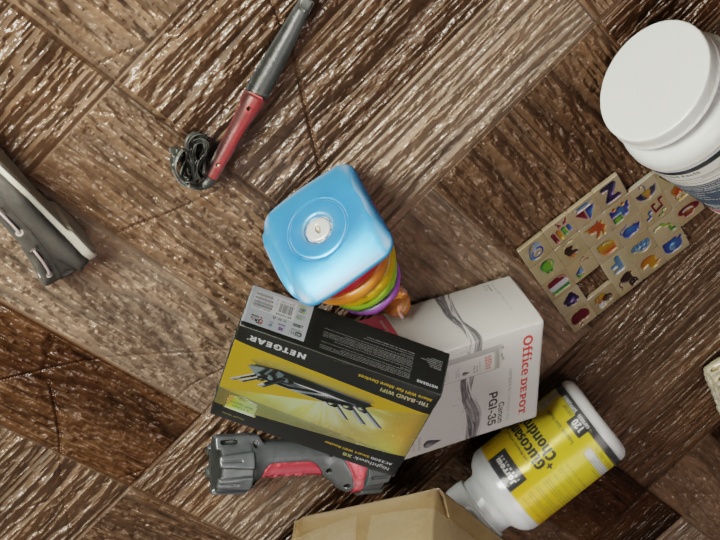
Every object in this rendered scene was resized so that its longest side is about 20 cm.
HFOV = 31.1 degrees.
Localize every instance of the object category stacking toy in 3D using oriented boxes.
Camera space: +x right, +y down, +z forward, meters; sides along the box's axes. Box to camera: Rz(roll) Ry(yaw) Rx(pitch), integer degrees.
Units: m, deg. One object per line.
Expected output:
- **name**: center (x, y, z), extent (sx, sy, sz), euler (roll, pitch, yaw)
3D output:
- **stacking toy**: center (0.000, 0.000, 1.245), extent (0.109, 0.117, 0.200), euler (-34, 148, 8)

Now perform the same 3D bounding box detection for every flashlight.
- **flashlight**: center (-0.067, 0.211, 1.385), extent (0.198, 0.068, 0.068), euler (0, 144, -27)

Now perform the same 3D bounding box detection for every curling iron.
- **curling iron**: center (-0.099, -0.149, 1.109), extent (0.049, 0.026, 0.200), euler (24, 111, -42)

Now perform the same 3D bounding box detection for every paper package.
- **paper package**: center (0.051, 0.343, 1.460), extent (0.199, 0.104, 0.190), euler (-19, 137, 33)

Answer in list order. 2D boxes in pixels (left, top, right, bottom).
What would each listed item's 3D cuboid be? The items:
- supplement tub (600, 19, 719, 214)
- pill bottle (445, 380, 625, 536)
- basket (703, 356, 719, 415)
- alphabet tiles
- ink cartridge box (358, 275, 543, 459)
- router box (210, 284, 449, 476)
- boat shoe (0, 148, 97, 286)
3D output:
- **supplement tub**: center (0.342, -0.146, 1.268), extent (0.199, 0.141, 0.141), euler (25, 112, -39)
- **pill bottle**: center (0.201, 0.230, 1.509), extent (0.199, 0.112, 0.112), euler (-39, 134, 4)
- **basket**: center (0.562, 0.175, 1.626), extent (0.199, 0.161, 0.199), euler (-33, 134, -1)
- **alphabet tiles**: center (0.282, -0.037, 1.415), extent (0.199, 0.008, 0.167), euler (-38, 133, 3)
- **ink cartridge box**: center (0.089, 0.107, 1.372), extent (0.198, 0.083, 0.148), euler (-16, 131, -16)
- **router box**: center (-0.033, 0.109, 1.240), extent (0.198, 0.053, 0.158), euler (19, 140, -3)
- **boat shoe**: center (-0.290, -0.053, 1.056), extent (0.057, 0.067, 0.200), euler (-39, 137, -1)
